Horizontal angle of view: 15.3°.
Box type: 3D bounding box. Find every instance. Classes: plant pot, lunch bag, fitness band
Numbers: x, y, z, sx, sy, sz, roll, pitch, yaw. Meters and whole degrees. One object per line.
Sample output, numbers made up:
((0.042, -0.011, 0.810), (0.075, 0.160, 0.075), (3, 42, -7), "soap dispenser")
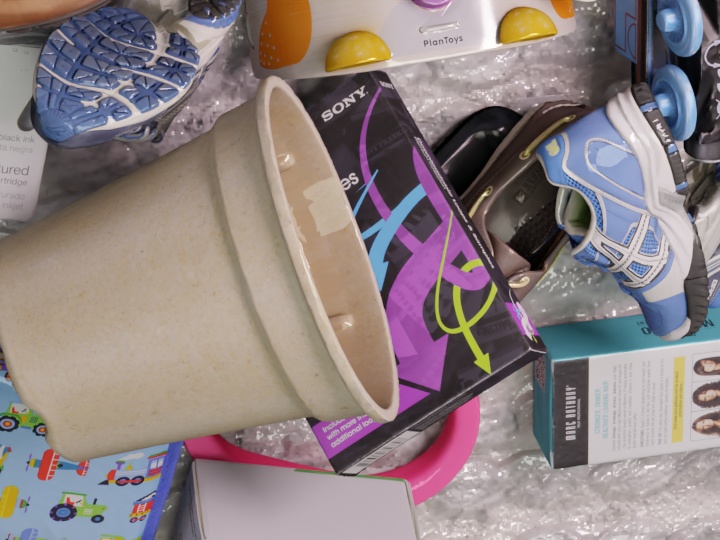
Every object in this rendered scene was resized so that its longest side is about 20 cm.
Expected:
((-0.098, 0.017, 1.486), (0.183, 0.201, 0.201), (-20, 119, 10), "plant pot")
((-0.196, 0.120, 1.652), (0.150, 0.094, 0.201), (6, 122, -16), "lunch bag")
((-0.020, 0.086, 1.706), (0.199, 0.037, 0.144), (15, 112, -18), "fitness band")

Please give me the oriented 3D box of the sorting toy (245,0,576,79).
((0.027, -0.212, 1.552), (0.199, 0.107, 0.181), (-10, 98, -8), "sorting toy")

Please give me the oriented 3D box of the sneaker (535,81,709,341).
((0.157, -0.028, 1.586), (0.077, 0.076, 0.200), (-21, 135, 1), "sneaker")

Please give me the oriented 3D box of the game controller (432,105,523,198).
((0.049, -0.006, 1.654), (0.200, 0.042, 0.104), (-46, 104, -8), "game controller")

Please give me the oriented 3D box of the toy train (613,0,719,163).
((0.196, -0.166, 1.586), (0.086, 0.114, 0.201), (-13, 119, -19), "toy train")

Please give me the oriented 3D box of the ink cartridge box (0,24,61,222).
((-0.242, -0.140, 1.517), (0.145, 0.084, 0.201), (6, 114, -16), "ink cartridge box")

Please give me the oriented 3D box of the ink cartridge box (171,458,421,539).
((-0.055, 0.227, 1.722), (0.145, 0.084, 0.200), (6, 125, -14), "ink cartridge box")

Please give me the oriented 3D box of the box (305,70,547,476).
((0.000, 0.000, 1.588), (0.143, 0.036, 0.200), (-34, 74, 15), "box")

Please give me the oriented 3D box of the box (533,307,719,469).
((0.213, 0.071, 1.744), (0.199, 0.049, 0.083), (-7, 117, -10), "box")

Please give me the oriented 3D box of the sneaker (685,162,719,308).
((0.252, -0.056, 1.686), (0.085, 0.077, 0.200), (27, 116, -30), "sneaker")

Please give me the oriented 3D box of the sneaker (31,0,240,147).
((-0.127, -0.102, 1.502), (0.077, 0.200, 0.085), (28, 122, 9), "sneaker")

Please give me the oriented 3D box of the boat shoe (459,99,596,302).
((0.084, -0.016, 1.610), (0.072, 0.060, 0.200), (38, 84, -15), "boat shoe")

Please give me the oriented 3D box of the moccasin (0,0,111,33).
((-0.203, -0.172, 1.428), (0.201, 0.074, 0.078), (-7, 124, 0), "moccasin")
